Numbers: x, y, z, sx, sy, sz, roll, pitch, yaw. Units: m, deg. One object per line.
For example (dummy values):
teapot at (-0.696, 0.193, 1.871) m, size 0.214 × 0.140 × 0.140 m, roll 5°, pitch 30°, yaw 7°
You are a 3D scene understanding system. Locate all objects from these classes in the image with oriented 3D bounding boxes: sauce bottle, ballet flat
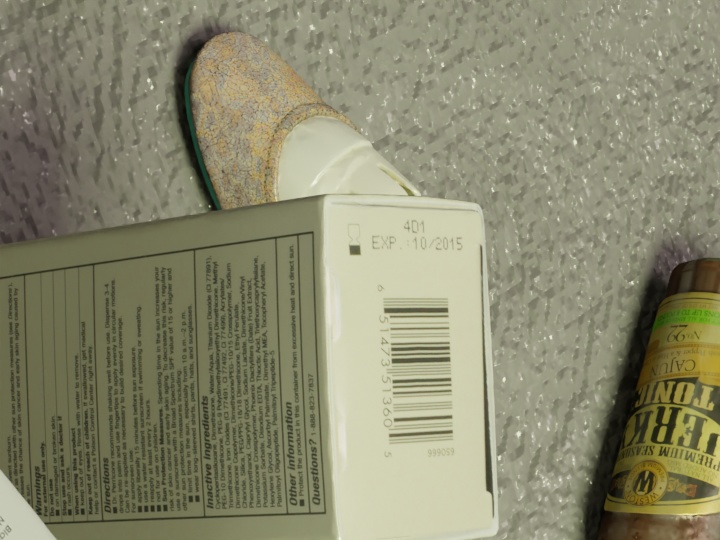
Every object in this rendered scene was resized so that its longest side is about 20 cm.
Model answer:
sauce bottle at (0.138, 0.094, 1.080) m, size 0.065 × 0.064 × 0.201 m, roll 36°, pitch 60°, yaw -36°
ballet flat at (0.000, 0.000, 0.952) m, size 0.068 × 0.067 × 0.201 m, roll -37°, pitch 111°, yaw -41°

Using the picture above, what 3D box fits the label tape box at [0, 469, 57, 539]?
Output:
label tape box at (-0.138, 0.112, 0.749) m, size 0.200 × 0.143 × 0.066 m, roll 54°, pitch 53°, yaw -26°

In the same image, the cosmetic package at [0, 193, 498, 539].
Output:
cosmetic package at (-0.054, 0.037, 0.802) m, size 0.071 × 0.199 × 0.106 m, roll 2°, pitch 85°, yaw -45°
